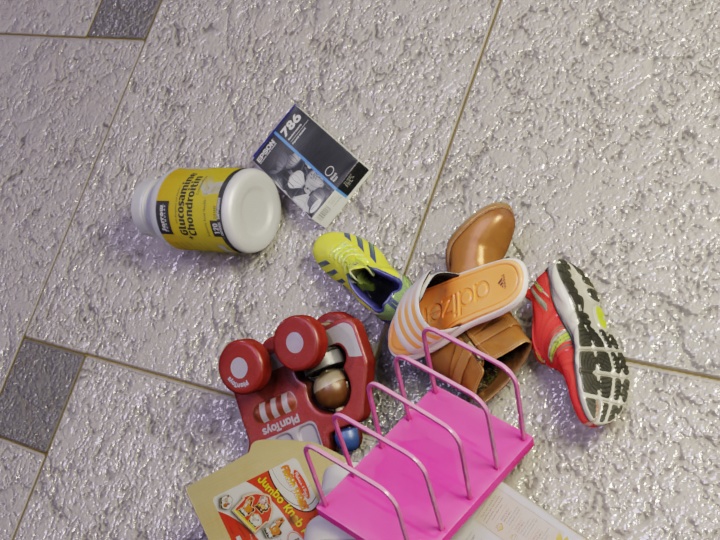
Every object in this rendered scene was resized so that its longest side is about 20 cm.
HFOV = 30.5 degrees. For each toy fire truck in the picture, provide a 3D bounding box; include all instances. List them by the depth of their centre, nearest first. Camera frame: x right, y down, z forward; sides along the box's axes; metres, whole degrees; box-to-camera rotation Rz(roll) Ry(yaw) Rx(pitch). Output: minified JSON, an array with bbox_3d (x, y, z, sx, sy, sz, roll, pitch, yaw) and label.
[{"bbox_3d":[-0.064,0.146,1.578,0.199,0.112,0.169,-24,80,26],"label":"toy fire truck"}]

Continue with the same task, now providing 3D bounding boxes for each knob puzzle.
[{"bbox_3d":[-0.074,0.284,1.508,0.218,0.030,0.221,1,67,-3],"label":"knob puzzle"}]

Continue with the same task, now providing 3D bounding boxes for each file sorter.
[{"bbox_3d":[0.058,0.176,1.351,0.139,0.126,0.200,25,55,36],"label":"file sorter"}]

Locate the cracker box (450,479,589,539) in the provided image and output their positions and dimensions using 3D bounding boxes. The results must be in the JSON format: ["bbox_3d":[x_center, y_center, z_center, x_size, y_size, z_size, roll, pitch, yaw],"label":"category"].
[{"bbox_3d":[0.157,0.304,1.355,0.200,0.058,0.134,31,87,41],"label":"cracker box"}]

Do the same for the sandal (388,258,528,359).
[{"bbox_3d":[0.090,0.031,1.438,0.206,0.059,0.080,-30,54,39],"label":"sandal"}]

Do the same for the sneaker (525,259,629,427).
[{"bbox_3d":[0.226,0.087,1.415,0.085,0.077,0.201,-43,42,37],"label":"sneaker"}]

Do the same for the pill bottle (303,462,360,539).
[{"bbox_3d":[-0.008,0.316,1.418,0.114,0.114,0.201,-12,57,31],"label":"pill bottle"}]

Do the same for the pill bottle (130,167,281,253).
[{"bbox_3d":[-0.212,-0.082,1.779,0.199,0.112,0.113,3,70,37],"label":"pill bottle"}]

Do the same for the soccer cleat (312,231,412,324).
[{"bbox_3d":[0.001,-0.001,1.600,0.065,0.084,0.200,-53,48,3],"label":"soccer cleat"}]

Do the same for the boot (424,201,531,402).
[{"bbox_3d":[0.141,0.036,1.469,0.201,0.076,0.155,-55,37,9],"label":"boot"}]

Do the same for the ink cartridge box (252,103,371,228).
[{"bbox_3d":[-0.077,-0.149,1.761,0.100,0.039,0.200,-52,48,5],"label":"ink cartridge box"}]
